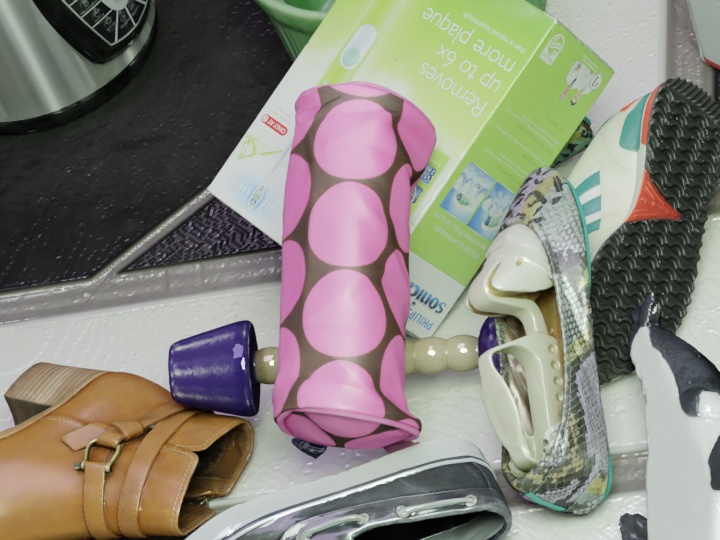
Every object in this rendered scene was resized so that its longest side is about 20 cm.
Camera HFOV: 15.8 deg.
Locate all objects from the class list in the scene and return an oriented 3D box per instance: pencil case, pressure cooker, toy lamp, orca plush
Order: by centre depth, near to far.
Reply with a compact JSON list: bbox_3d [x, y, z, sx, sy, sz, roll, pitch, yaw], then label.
[{"bbox_3d":[0.187,0.108,1.376,0.105,0.071,0.200,-61,28,25],"label":"orca plush"},{"bbox_3d":[0.000,0.000,1.429,0.091,0.094,0.200,-16,63,48],"label":"pencil case"},{"bbox_3d":[-0.010,0.053,1.484,0.200,0.058,0.058,-2,44,5],"label":"toy lamp"},{"bbox_3d":[-0.249,-0.216,1.795,0.178,0.200,0.176,-25,40,-3],"label":"pressure cooker"}]

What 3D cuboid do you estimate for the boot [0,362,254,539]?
[{"bbox_3d":[-0.164,0.140,1.487,0.155,0.077,0.200,13,45,29],"label":"boot"}]

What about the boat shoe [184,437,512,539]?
[{"bbox_3d":[-0.014,0.157,1.396,0.200,0.072,0.068,-20,39,-7],"label":"boat shoe"}]

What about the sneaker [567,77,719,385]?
[{"bbox_3d":[0.148,-0.016,1.516,0.093,0.070,0.200,-22,42,58],"label":"sneaker"}]

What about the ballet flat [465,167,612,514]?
[{"bbox_3d":[0.093,0.033,1.414,0.072,0.072,0.201,-11,69,14],"label":"ballet flat"}]

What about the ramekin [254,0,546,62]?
[{"bbox_3d":[0.028,-0.197,1.726,0.200,0.098,0.200,-13,42,12],"label":"ramekin"}]

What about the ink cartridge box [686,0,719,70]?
[{"bbox_3d":[0.320,-0.191,1.597,0.200,0.083,0.145,-40,43,-18],"label":"ink cartridge box"}]

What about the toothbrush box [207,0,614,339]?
[{"bbox_3d":[0.029,-0.083,1.546,0.146,0.086,0.200,37,94,36],"label":"toothbrush box"}]

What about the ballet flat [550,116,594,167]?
[{"bbox_3d":[0.052,-0.076,1.623,0.200,0.074,0.074,10,51,35],"label":"ballet flat"}]
